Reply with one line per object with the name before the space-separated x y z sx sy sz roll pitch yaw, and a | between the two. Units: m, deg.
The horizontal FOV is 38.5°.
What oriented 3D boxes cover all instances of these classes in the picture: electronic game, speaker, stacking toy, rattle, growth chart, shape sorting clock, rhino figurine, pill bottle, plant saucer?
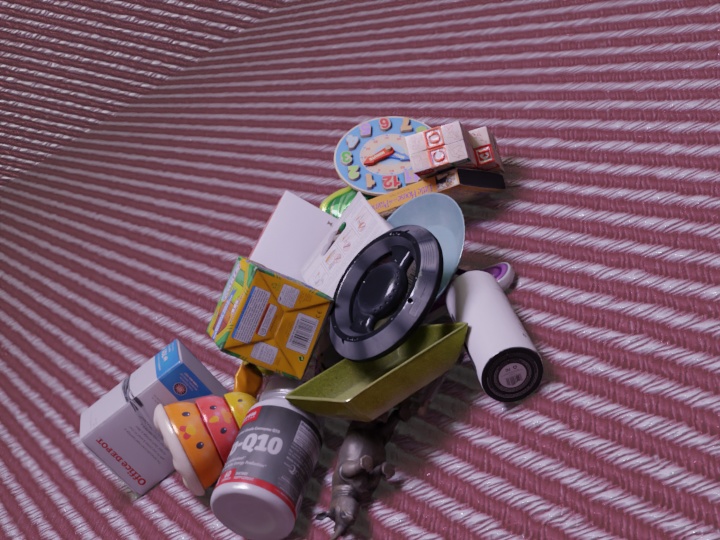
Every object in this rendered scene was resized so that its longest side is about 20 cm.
electronic game | 0.031 0.029 1.360 0.199 0.041 0.201 -33 39 31
speaker | 0.167 0.079 1.315 0.081 0.081 0.200 -34 28 9
stacking toy | -0.192 0.224 1.521 0.199 0.147 0.146 -28 25 -13
rattle | -0.101 0.134 1.584 0.198 0.131 0.144 -5 46 6
growth chart | 0.058 0.136 1.434 0.145 0.018 0.199 -51 29 -20
shape sorting clock | 0.051 -0.207 1.838 0.198 0.039 0.201 -3 54 4
rhino figurine | -0.002 0.253 1.281 0.087 0.060 0.201 -36 23 46
pill bottle | -0.115 0.246 1.374 0.113 0.114 0.201 -20 33 33
plant saucer | 0.083 -0.012 1.467 0.200 0.039 0.202 -31 44 35
plant saucer | 0.025 0.137 1.327 0.199 0.048 0.199 -29 8 -25

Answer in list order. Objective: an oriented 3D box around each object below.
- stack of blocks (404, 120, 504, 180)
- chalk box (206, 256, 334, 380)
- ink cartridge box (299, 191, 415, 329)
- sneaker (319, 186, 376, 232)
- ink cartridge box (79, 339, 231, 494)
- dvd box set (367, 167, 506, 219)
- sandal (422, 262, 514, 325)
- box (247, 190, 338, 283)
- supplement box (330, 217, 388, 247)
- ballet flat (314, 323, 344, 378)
stack of blocks | 0.150 -0.179 1.604 0.114 0.059 0.200 -16 -8 15
chalk box | -0.135 0.062 1.459 0.126 0.123 0.200 -67 17 -1
ink cartridge box | 0.000 0.000 1.491 0.161 0.050 0.200 -52 34 13
sneaker | 0.016 -0.134 1.859 0.200 0.074 0.083 -43 55 -17
ink cartridge box | -0.315 0.230 1.612 0.199 0.147 0.086 -37 28 5
dvd box set | 0.111 -0.116 1.639 0.199 0.030 0.146 -18 -10 37
sandal | 0.123 0.024 1.476 0.201 0.050 0.083 -23 23 21
box | -0.130 -0.008 1.682 0.153 0.106 0.200 -64 6 -28
supplement box | 0.032 -0.015 1.632 0.199 0.074 0.127 -17 34 34
ballet flat | -0.016 0.085 1.539 0.200 0.071 0.069 -46 6 -14
